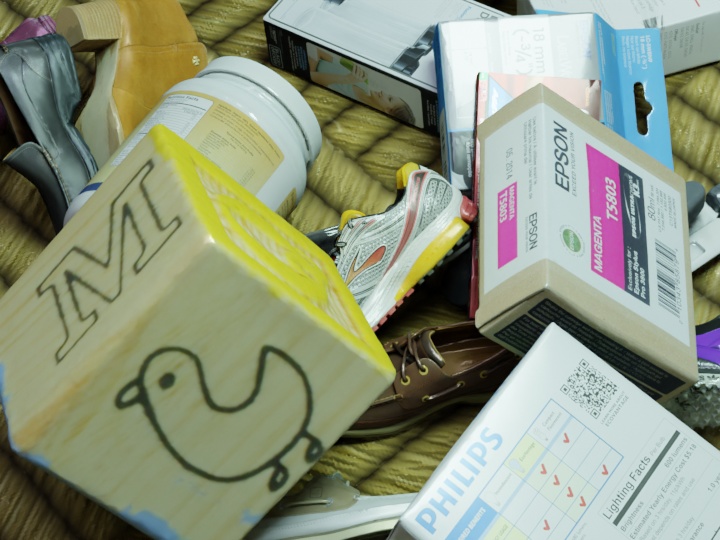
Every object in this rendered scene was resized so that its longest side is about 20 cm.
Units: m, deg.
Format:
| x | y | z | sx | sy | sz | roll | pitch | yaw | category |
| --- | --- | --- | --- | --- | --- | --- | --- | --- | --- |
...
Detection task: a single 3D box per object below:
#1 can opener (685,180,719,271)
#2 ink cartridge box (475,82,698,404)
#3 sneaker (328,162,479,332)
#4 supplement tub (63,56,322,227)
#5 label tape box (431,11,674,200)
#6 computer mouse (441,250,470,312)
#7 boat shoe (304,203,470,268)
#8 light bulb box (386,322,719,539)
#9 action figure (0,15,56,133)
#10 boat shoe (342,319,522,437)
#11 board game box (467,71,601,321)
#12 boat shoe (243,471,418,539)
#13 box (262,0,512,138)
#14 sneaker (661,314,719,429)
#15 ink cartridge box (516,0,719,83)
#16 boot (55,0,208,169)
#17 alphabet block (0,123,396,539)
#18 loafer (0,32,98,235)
| x | y | z | sx | sy | sz | roll | pitch | yaw | category |
| --- | --- | --- | --- | --- | --- | --- | --- | --- | --- |
| 0.309 | -0.062 | 1.549 | 0.199 | 0.067 | 0.053 | -33 | 56 | -17 | can opener |
| 0.168 | -0.015 | 1.410 | 0.075 | 0.164 | 0.201 | -34 | 39 | 38 | ink cartridge box |
| 0.000 | 0.000 | 1.484 | 0.082 | 0.078 | 0.200 | 44 | 80 | -3 | sneaker |
| -0.132 | -0.064 | 1.543 | 0.143 | 0.145 | 0.200 | 23 | 56 | 22 | supplement tub |
| 0.165 | -0.138 | 1.579 | 0.198 | 0.063 | 0.146 | -4 | 81 | -3 | label tape box |
| 0.157 | -0.019 | 1.551 | 0.199 | 0.034 | 0.059 | -24 | 52 | -14 | computer mouse |
| 0.010 | -0.022 | 1.541 | 0.199 | 0.057 | 0.067 | -22 | 28 | -12 | boat shoe |
| 0.141 | 0.184 | 1.292 | 0.199 | 0.125 | 0.198 | 38 | 60 | 6 | light bulb box |
| -0.314 | -0.176 | 1.658 | 0.200 | 0.149 | 0.134 | -41 | 51 | -9 | action figure |
| 0.047 | 0.073 | 1.464 | 0.198 | 0.068 | 0.072 | -12 | 51 | -5 | boat shoe |
| 0.140 | -0.057 | 1.522 | 0.102 | 0.019 | 0.202 | 3 | 80 | -5 | board game box |
| -0.022 | 0.182 | 1.379 | 0.198 | 0.075 | 0.069 | -10 | 56 | -2 | boat shoe |
| 0.026 | -0.206 | 1.697 | 0.199 | 0.060 | 0.117 | 27 | 59 | 24 | box |
| 0.310 | 0.069 | 1.442 | 0.198 | 0.070 | 0.100 | 6 | 49 | 9 | sneaker |
| 0.250 | -0.232 | 1.692 | 0.198 | 0.067 | 0.116 | -15 | 51 | -6 | ink cartridge box |
| -0.185 | -0.143 | 1.655 | 0.070 | 0.203 | 0.143 | -13 | -2 | 42 | boot |
| -0.125 | 0.053 | 1.345 | 0.200 | 0.195 | 0.197 | -47 | 32 | 10 | alphabet block |
| -0.265 | -0.095 | 1.581 | 0.072 | 0.073 | 0.202 | -11 | 82 | -29 | loafer |
